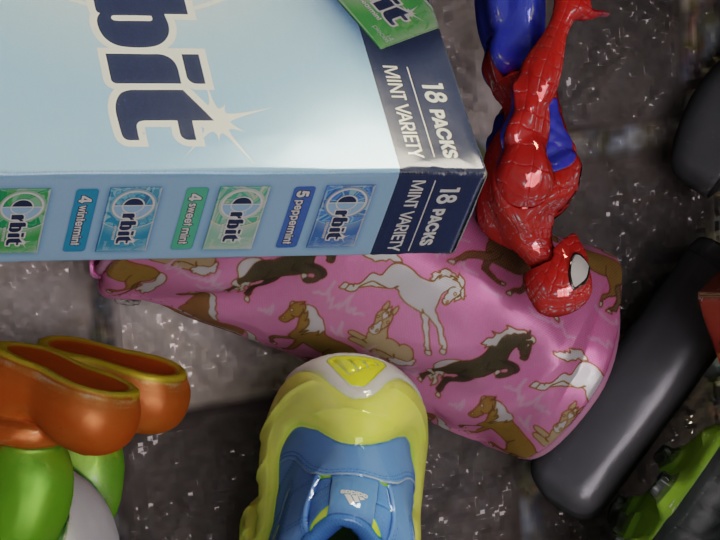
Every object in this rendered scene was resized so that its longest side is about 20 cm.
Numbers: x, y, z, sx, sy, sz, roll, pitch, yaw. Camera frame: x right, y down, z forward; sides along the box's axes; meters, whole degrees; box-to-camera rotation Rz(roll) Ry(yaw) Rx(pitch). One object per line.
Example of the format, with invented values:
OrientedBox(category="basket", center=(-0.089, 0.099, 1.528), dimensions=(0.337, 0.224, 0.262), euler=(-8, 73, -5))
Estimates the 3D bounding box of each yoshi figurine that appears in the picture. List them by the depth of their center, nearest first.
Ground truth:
OrientedBox(category="yoshi figurine", center=(-0.100, 0.130, 0.843), dimensions=(0.112, 0.112, 0.202), euler=(13, 98, -29))

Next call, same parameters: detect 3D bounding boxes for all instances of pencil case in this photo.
OrientedBox(category="pencil case", center=(0.000, 0.000, 0.913), dimensions=(0.199, 0.086, 0.083), euler=(22, 63, -21))

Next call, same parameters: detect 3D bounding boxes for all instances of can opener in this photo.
OrientedBox(category="can opener", center=(0.121, -0.001, 0.982), dimensions=(0.067, 0.053, 0.200), euler=(36, 86, 11))

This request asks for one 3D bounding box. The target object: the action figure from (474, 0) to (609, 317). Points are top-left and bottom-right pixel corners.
OrientedBox(category="action figure", center=(0.056, -0.081, 0.886), dimensions=(0.051, 0.065, 0.202), euler=(-2, 75, -11))

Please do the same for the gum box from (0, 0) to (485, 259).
OrientedBox(category="gum box", center=(-0.077, -0.082, 0.825), dimensions=(0.198, 0.171, 0.045), euler=(-2, 142, -19))

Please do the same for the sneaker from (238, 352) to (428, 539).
OrientedBox(category="sneaker", center=(-0.014, 0.133, 0.893), dimensions=(0.075, 0.105, 0.201), euler=(2, 123, 2))

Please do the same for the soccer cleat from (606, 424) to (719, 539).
OrientedBox(category="soccer cleat", center=(0.112, 0.151, 0.969), dimensions=(0.081, 0.068, 0.201), euler=(24, 110, 1))

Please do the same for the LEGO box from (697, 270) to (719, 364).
OrientedBox(category="LEGO box", center=(0.227, 0.022, 0.953), dimensions=(0.200, 0.077, 0.150), euler=(-41, 118, -37))
